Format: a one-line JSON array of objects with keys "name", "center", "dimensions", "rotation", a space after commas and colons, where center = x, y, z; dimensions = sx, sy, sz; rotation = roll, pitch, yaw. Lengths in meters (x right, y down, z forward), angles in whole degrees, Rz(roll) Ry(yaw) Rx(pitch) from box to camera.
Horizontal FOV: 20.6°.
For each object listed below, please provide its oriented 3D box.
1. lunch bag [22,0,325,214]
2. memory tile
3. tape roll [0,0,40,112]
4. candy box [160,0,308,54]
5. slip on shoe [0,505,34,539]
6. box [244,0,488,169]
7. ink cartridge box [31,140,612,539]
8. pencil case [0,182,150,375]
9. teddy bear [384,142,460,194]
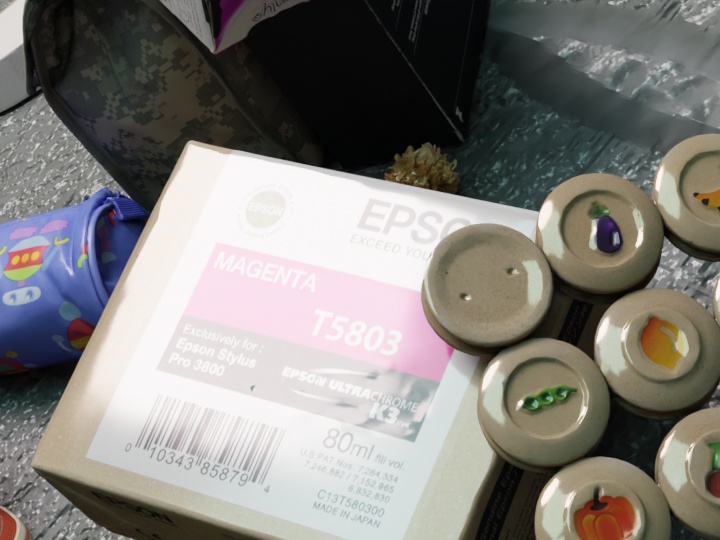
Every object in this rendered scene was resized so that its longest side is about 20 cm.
[{"name": "lunch bag", "center": [-0.101, -0.144, 1.026], "dimensions": [0.117, 0.200, 0.165], "rotation": [-14, 48, 26]}, {"name": "memory tile", "center": [0.135, 0.022, 0.747], "dimensions": [0.199, 0.017, 0.154], "rotation": [-21, 70, -9]}, {"name": "tape roll", "center": [-0.233, -0.180, 1.281], "dimensions": [0.202, 0.037, 0.204], "rotation": [-21, 45, 22]}, {"name": "candy box", "center": [-0.071, -0.203, 0.910], "dimensions": [0.136, 0.061, 0.200], "rotation": [-32, 58, -18]}, {"name": "slip on shoe", "center": [-0.240, 0.129, 0.996], "dimensions": [0.199, 0.061, 0.074], "rotation": [12, 61, 41]}, {"name": "box", "center": [0.005, -0.176, 1.020], "dimensions": [0.079, 0.141, 0.201], "rotation": [-13, 47, 30]}, {"name": "ink cartridge box", "center": [-0.011, 0.046, 0.817], "dimensions": [0.199, 0.075, 0.165], "rotation": [12, 68, 28]}, {"name": "pencil case", "center": [-0.190, 0.011, 1.046], "dimensions": [0.199, 0.078, 0.087], "rotation": [-12, 77, 28]}, {"name": "teddy bear", "center": [0.000, 0.000, 0.924], "dimensions": [0.145, 0.067, 0.200], "rotation": [-41, 42, -4]}]
